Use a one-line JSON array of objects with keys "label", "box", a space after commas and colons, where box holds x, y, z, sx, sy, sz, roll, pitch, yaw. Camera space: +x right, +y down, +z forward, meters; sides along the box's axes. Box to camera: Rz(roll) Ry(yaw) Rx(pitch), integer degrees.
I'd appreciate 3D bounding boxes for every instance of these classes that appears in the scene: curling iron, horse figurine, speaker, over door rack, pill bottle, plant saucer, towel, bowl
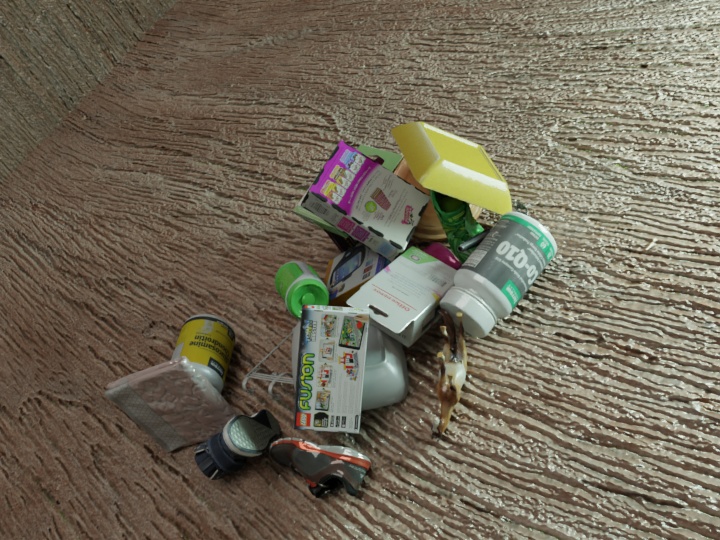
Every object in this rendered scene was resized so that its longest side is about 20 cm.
[{"label": "curling iron", "box": [0.232, -0.074, 1.393, 0.026, 0.050, 0.200, 29, 42, 35]}, {"label": "horse figurine", "box": [0.143, 0.154, 1.265, 0.050, 0.133, 0.200, 1, 42, 11]}, {"label": "speaker", "box": [-0.116, 0.037, 1.535, 0.088, 0.088, 0.200, -41, 17, -3]}, {"label": "over door rack", "box": [-0.108, 0.166, 1.475, 0.148, 0.067, 0.200, 2, 42, 36]}, {"label": "pill bottle", "box": [0.230, 0.008, 1.326, 0.200, 0.113, 0.113, -50, 41, -14]}, {"label": "plant saucer", "box": [0.142, -0.156, 1.524, 0.200, 0.032, 0.201, -1, 77, 5]}, {"label": "pill bottle", "box": [-0.318, 0.191, 1.553, 0.112, 0.112, 0.200, -19, 38, 22]}, {"label": "plant saucer", "box": [0.170, -0.191, 1.398, 0.048, 0.200, 0.200, -58, 30, 28]}, {"label": "towel", "box": [-0.339, 0.253, 1.453, 0.191, 0.200, 0.032, -20, 35, 22]}, {"label": "bowl", "box": [-0.023, 0.144, 1.362, 0.199, 0.075, 0.200, -9, 47, -1]}]

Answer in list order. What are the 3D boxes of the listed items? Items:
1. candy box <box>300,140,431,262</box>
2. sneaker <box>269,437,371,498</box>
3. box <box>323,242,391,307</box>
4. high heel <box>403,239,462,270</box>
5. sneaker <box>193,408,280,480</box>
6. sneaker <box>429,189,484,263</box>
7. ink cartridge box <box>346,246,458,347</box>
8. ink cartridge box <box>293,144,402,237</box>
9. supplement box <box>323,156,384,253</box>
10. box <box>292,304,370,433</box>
[{"label": "candy box", "box": [0.011, -0.125, 1.435, 0.136, 0.200, 0.061, -60, 5, -30]}, {"label": "sneaker", "box": [-0.079, 0.326, 1.291, 0.200, 0.077, 0.082, -3, 61, 39]}, {"label": "box", "box": [0.000, 0.000, 1.511, 0.200, 0.041, 0.119, -33, 35, 44]}, {"label": "high heel", "box": [0.104, -0.008, 1.464, 0.096, 0.067, 0.200, -40, 33, -17]}, {"label": "sneaker", "box": [-0.230, 0.308, 1.351, 0.146, 0.202, 0.077, -33, 80, 7]}, {"label": "sneaker", "box": [0.173, -0.087, 1.418, 0.074, 0.200, 0.084, -29, -1, 16]}, {"label": "ink cartridge box", "box": [0.074, 0.052, 1.353, 0.117, 0.067, 0.200, 31, 46, 25]}, {"label": "ink cartridge box", "box": [-0.025, -0.170, 1.551, 0.145, 0.048, 0.200, 24, 78, 48]}, {"label": "supplement box", "box": [0.015, -0.130, 1.620, 0.200, 0.110, 0.086, -39, 39, -1]}, {"label": "box", "box": [-0.047, 0.158, 1.266, 0.110, 0.200, 0.035, 5, 9, -3]}]
